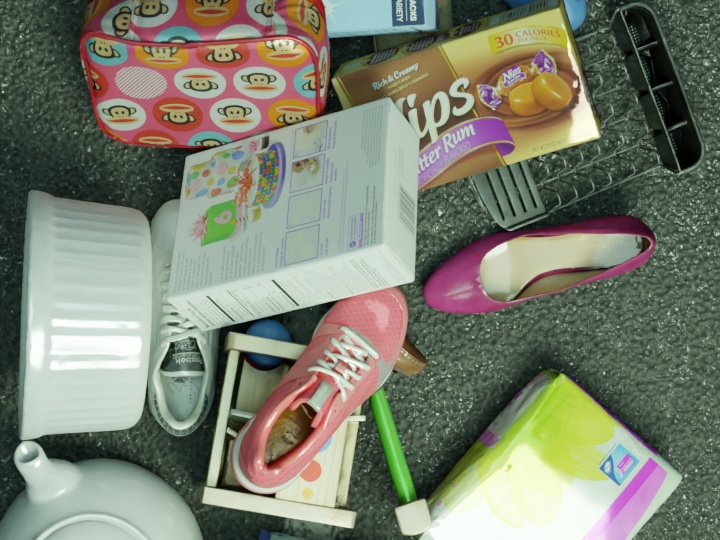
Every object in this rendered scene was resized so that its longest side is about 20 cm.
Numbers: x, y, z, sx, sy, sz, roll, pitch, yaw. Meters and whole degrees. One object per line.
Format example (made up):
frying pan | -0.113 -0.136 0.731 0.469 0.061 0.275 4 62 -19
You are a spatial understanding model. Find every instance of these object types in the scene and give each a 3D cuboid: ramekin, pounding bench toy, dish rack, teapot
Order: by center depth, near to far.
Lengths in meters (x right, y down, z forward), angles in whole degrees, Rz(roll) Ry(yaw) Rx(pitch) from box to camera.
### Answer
ramekin | -0.225 0.038 1.331 0.097 0.200 0.201 2 92 -12
teapot | -0.218 0.258 1.362 0.199 0.146 0.198 21 91 -6
pounding bench toy | -0.025 0.131 1.378 0.199 0.124 0.157 10 84 -5
dish rack | 0.182 -0.128 1.425 0.199 0.055 0.154 -22 93 -7

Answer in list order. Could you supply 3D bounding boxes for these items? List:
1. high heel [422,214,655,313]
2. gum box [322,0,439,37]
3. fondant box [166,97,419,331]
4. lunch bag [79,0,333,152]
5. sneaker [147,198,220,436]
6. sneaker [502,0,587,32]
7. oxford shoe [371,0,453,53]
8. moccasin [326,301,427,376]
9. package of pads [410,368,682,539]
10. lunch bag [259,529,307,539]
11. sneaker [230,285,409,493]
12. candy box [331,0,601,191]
high heel | 0.152 -0.007 1.409 0.199 0.096 0.068 -20 94 -4
gum box | -0.036 -0.281 1.370 0.199 0.045 0.171 0 92 18
fondant box | -0.053 -0.044 1.326 0.199 0.058 0.145 -13 54 24
lunch bag | -0.124 -0.159 1.350 0.199 0.176 0.082 2 56 2
sneaker | -0.148 0.039 1.393 0.076 0.081 0.201 -2 91 -3
sneaker | 0.132 -0.289 1.406 0.066 0.078 0.200 -34 96 -5
oxford shoe | 0.046 -0.225 1.401 0.070 0.075 0.201 -6 94 -8
moccasin | 0.000 0.000 1.412 0.078 0.074 0.202 -32 85 5
package of pads | 0.157 0.202 1.432 0.154 0.068 0.200 40 88 -6
lunch bag | -0.015 0.303 1.347 0.169 0.200 0.124 12 91 -6
sneaker | -0.023 0.092 1.274 0.074 0.087 0.200 37 81 -3
candy box | 0.089 -0.142 1.367 0.199 0.056 0.117 -16 108 14
